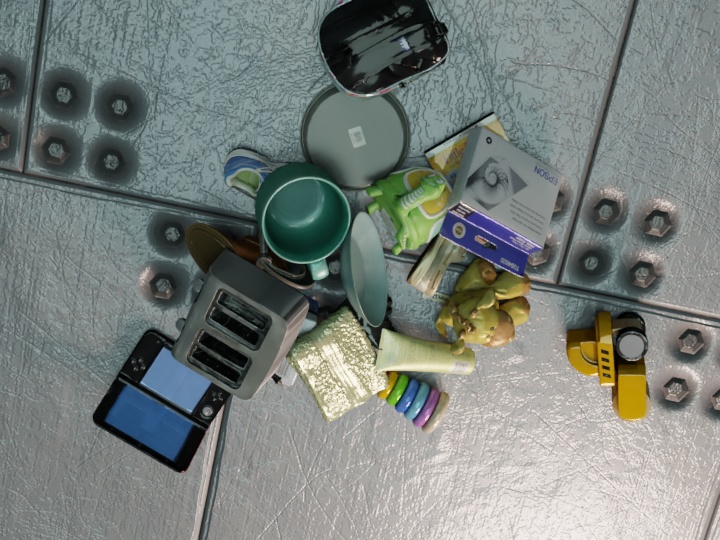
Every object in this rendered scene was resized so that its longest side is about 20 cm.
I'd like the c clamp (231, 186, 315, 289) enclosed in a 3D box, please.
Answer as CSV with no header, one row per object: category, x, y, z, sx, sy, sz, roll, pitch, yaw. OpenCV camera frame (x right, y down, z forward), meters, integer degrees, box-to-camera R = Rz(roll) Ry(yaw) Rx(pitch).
c clamp,-0.152,-0.053,1.708,0.170,0.201,0.027,21,128,-34

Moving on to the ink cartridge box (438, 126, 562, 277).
ink cartridge box,0.246,-0.116,1.685,0.199,0.041,0.201,25,75,-27

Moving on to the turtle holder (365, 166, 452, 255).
turtle holder,0.090,-0.124,1.695,0.131,0.141,0.186,-29,146,-10

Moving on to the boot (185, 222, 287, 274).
boot,-0.213,-0.033,1.717,0.200,0.155,0.074,42,112,-15

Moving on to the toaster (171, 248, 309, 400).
toaster,-0.193,0.095,1.605,0.200,0.119,0.181,31,115,3

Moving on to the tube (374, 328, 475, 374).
tube,0.117,0.154,1.790,0.199,0.058,0.052,9,140,-29

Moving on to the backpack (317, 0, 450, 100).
backpack,0.028,-0.381,1.633,0.199,0.151,0.178,-29,96,-3

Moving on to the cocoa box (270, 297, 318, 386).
cocoa box,-0.189,0.096,1.763,0.199,0.131,0.134,21,104,-7

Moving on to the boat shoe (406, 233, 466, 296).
boat shoe,0.160,-0.043,1.745,0.065,0.072,0.200,34,109,-2

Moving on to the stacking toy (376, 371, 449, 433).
stacking toy,0.063,0.224,1.834,0.199,0.085,0.086,29,102,-4

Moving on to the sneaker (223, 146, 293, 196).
sneaker,-0.147,-0.150,1.719,0.199,0.077,0.076,14,127,0

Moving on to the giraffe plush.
giraffe plush,0.216,0.077,1.751,0.199,0.162,0.173,0,105,-2

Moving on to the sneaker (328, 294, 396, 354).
sneaker,0.049,0.103,1.803,0.200,0.071,0.099,33,100,-10

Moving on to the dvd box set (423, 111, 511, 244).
dvd box set,0.224,-0.163,1.758,0.146,0.029,0.200,-29,104,6

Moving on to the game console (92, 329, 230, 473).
game console,-0.358,0.239,1.804,0.200,0.119,0.173,33,102,-10

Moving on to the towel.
towel,-0.037,0.169,1.732,0.148,0.036,0.200,-34,125,-10

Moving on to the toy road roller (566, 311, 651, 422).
toy road roller,0.457,0.174,1.810,0.145,0.123,0.201,-3,105,15

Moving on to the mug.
mug,-0.106,-0.090,1.652,0.151,0.114,0.186,13,111,-21

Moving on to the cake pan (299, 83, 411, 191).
cake pan,-0.009,-0.236,1.730,0.199,0.037,0.201,0,104,-1

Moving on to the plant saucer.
plant saucer,0.000,0.000,1.697,0.039,0.201,0.202,-8,105,18
